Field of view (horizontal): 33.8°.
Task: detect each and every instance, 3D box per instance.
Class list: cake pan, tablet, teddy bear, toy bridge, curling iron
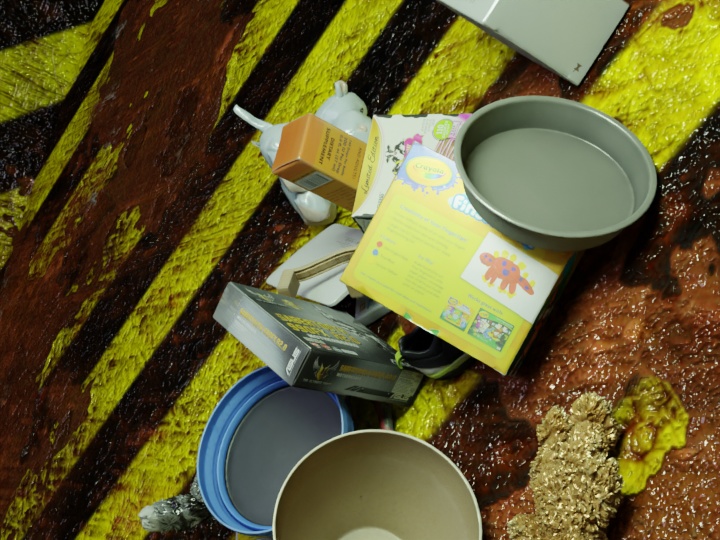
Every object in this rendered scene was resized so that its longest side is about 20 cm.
[{"bbox_3d":[0.188,-0.094,1.163,0.037,0.200,0.200,98,171,-48],"label":"cake pan"},{"bbox_3d":[-0.036,-0.011,1.520,0.130,0.014,0.200,-41,23,-17],"label":"tablet"},{"bbox_3d":[0.181,0.203,1.052,0.145,0.067,0.200,-10,59,59],"label":"teddy bear"},{"bbox_3d":[0.000,0.000,1.414,0.200,0.027,0.067,-6,44,23],"label":"toy bridge"},{"bbox_3d":[0.019,0.160,1.390,0.050,0.026,0.200,-48,33,33],"label":"curling iron"}]

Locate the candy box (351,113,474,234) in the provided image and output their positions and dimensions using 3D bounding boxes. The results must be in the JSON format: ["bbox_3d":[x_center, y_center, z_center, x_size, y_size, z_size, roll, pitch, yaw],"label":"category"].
[{"bbox_3d":[0.102,-0.104,1.319,0.200,0.061,0.137,1,65,22],"label":"candy box"}]

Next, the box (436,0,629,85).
[{"bbox_3d":[0.180,-0.316,1.358,0.106,0.152,0.200,-58,30,11],"label":"box"}]

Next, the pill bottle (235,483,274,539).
[{"bbox_3d":[-0.090,0.286,1.388,0.109,0.109,0.200,-38,39,39],"label":"pill bottle"}]

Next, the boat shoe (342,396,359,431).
[{"bbox_3d":[-0.021,0.142,1.450,0.063,0.073,0.200,-11,42,13],"label":"boat shoe"}]

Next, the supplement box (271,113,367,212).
[{"bbox_3d":[-0.003,-0.110,1.407,0.069,0.200,0.067,-17,54,51],"label":"supplement box"}]

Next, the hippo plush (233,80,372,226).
[{"bbox_3d":[-0.047,-0.168,1.673,0.161,0.159,0.200,-33,48,-4],"label":"hippo plush"}]

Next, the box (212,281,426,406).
[{"bbox_3d":[-0.044,0.084,1.333,0.158,0.200,0.048,36,103,42],"label":"box"}]

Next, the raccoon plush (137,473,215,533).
[{"bbox_3d":[-0.188,0.249,1.522,0.134,0.200,0.097,-107,16,-51],"label":"raccoon plush"}]

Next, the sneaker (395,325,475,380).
[{"bbox_3d":[0.111,0.042,1.270,0.200,0.083,0.072,-53,32,21],"label":"sneaker"}]

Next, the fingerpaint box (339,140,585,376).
[{"bbox_3d":[0.108,-0.012,1.213,0.200,0.073,0.167,29,93,18],"label":"fingerpaint box"}]

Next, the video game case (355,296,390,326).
[{"bbox_3d":[0.063,-0.047,1.480,0.200,0.022,0.183,-34,42,43],"label":"video game case"}]

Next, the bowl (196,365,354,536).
[{"bbox_3d":[-0.094,0.202,1.335,0.200,0.039,0.201,-16,57,27],"label":"bowl"}]

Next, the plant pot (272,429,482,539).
[{"bbox_3d":[0.014,0.279,1.178,0.135,0.200,0.201,94,179,-56],"label":"plant pot"}]

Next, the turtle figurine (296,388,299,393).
[{"bbox_3d":[-0.085,0.129,1.503,0.200,0.064,0.161,-104,24,-53],"label":"turtle figurine"}]
